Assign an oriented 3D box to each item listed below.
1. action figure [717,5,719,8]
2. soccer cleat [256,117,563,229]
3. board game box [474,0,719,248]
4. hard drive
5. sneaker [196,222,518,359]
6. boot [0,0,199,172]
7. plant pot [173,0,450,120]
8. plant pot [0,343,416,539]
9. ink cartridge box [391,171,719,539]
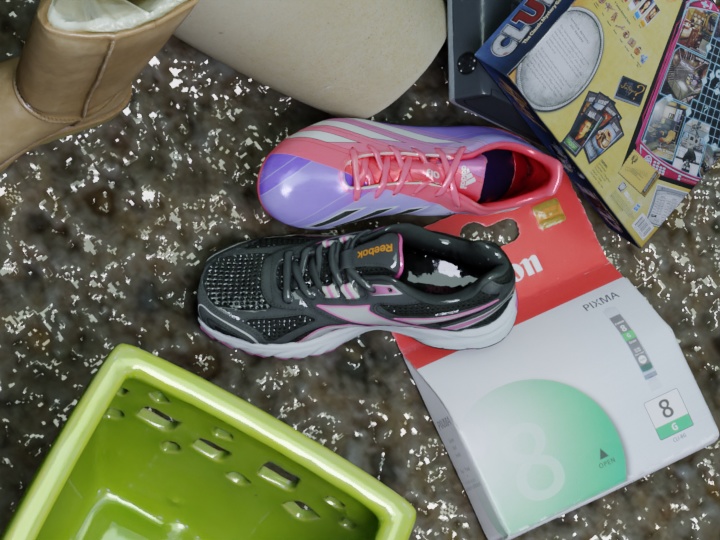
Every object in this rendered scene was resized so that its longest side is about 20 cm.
[{"bbox_3d":[0.194,-0.201,1.709,0.200,0.099,0.065,13,40,-35],"label":"action figure"},{"bbox_3d":[0.031,-0.059,1.648,0.199,0.076,0.067,-3,96,-36],"label":"soccer cleat"},{"bbox_3d":[0.167,-0.120,1.670,0.136,0.035,0.200,-48,137,-5],"label":"board game box"},{"bbox_3d":[0.100,-0.189,1.708,0.139,0.033,0.201,20,66,-56],"label":"hard drive"},{"bbox_3d":[0.000,0.000,1.634,0.199,0.086,0.081,-4,67,-6],"label":"sneaker"},{"bbox_3d":[-0.190,-0.117,1.559,0.175,0.200,0.066,-28,86,-20],"label":"boot"},{"bbox_3d":[-0.044,-0.191,1.644,0.200,0.187,0.188,42,69,-21],"label":"plant pot"},{"bbox_3d":[-0.112,0.183,1.522,0.200,0.181,0.199,30,70,-7],"label":"plant pot"},{"bbox_3d":[0.112,0.048,1.691,0.161,0.050,0.201,-23,87,-20],"label":"ink cartridge box"}]
